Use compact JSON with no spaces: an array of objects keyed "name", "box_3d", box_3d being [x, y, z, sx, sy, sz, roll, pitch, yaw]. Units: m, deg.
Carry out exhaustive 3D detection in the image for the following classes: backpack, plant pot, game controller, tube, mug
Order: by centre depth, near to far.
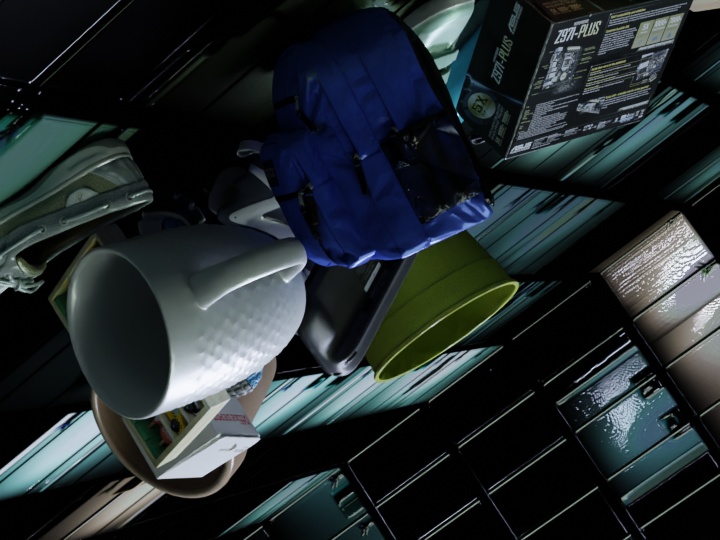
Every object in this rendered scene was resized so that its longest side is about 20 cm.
[{"name":"backpack","box_3d":[0.000,-0.110,1.348,0.167,0.201,0.162,-25,-173,-17]},{"name":"mug","box_3d":[-0.124,0.024,1.364,0.175,0.148,0.200,-17,169,-42]},{"name":"game controller","box_3d":[0.000,0.000,1.532,0.042,0.104,0.201,-4,-133,43]},{"name":"tube","box_3d":[0.138,-0.232,1.618,0.077,0.050,0.200,-16,151,-52]},{"name":"plant pot","box_3d":[0.050,-0.006,1.874,0.200,0.194,0.200,-31,167,-8]},{"name":"plant pot","box_3d":[-0.188,0.138,1.883,0.200,0.200,0.175,-46,179,42]}]

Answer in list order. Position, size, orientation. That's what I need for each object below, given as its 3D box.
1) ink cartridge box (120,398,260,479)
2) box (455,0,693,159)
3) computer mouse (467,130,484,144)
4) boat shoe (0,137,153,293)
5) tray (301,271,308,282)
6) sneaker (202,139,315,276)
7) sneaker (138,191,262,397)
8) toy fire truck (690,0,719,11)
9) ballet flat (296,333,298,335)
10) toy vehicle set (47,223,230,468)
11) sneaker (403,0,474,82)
[{"name":"ink cartridge box","box_3d":[-0.204,0.111,1.655,0.083,0.201,0.147,-34,167,7]},{"name":"box","box_3d":[0.211,-0.216,1.587,0.199,0.086,0.164,-18,141,-33]},{"name":"computer mouse","box_3d":[0.114,-0.134,1.767,0.058,0.034,0.200,-15,-178,-34]},{"name":"boat shoe","box_3d":[-0.259,-0.027,1.319,0.201,0.065,0.074,-36,167,10]},{"name":"tray","box_3d":[-0.122,0.017,1.575,0.199,0.107,0.022,-7,-132,49]},{"name":"sneaker","box_3d":[-0.090,-0.049,1.546,0.200,0.129,0.080,103,-2,-49]},{"name":"sneaker","box_3d":[-0.145,0.024,1.514,0.075,0.201,0.087,-22,175,-9]},{"name":"toy fire truck","box_3d":[0.329,-0.275,1.795,0.200,0.129,0.176,-50,163,15]},{"name":"ballet flat","box_3d":[-0.023,-0.014,1.644,0.066,0.057,0.200,11,129,-46]},{"name":"toy vehicle set","box_3d":[-0.209,0.071,1.499,0.026,0.201,0.124,-23,163,-43]},{"name":"sneaker","box_3d":[0.072,-0.169,1.507,0.073,0.119,0.201,-21,161,-39]}]
